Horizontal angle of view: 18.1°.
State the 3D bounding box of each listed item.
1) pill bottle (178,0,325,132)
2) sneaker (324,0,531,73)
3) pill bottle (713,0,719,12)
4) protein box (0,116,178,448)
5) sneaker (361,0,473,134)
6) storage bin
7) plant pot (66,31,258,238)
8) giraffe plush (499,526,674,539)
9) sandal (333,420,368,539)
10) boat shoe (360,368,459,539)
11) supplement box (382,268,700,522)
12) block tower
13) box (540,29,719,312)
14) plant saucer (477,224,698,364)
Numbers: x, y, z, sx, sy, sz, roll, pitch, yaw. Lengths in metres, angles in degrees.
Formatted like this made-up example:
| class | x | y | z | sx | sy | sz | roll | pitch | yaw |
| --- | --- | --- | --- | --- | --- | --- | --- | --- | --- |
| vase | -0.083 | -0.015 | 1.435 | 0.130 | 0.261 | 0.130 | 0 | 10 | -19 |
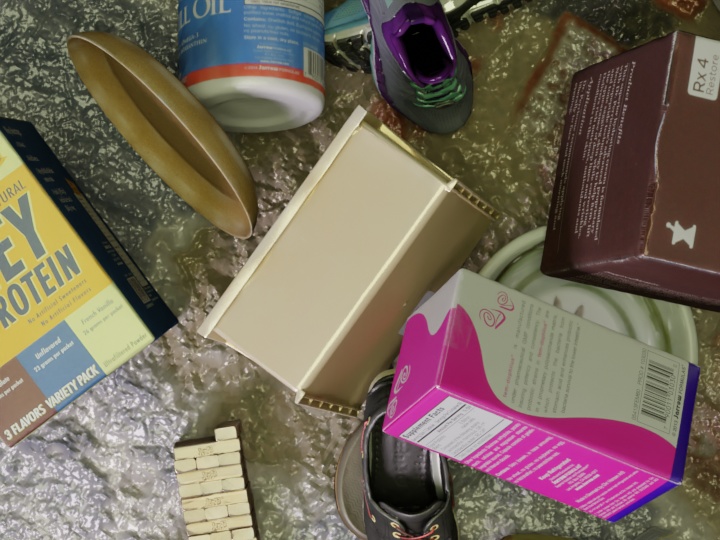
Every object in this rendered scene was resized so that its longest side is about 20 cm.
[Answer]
| class | x | y | z | sx | sy | sz | roll | pitch | yaw |
| --- | --- | --- | --- | --- | --- | --- | --- | --- | --- |
| pill bottle | -0.083 | -0.214 | 1.714 | 0.112 | 0.112 | 0.200 | -2 | 75 | 1 |
| sneaker | 0.047 | -0.222 | 1.754 | 0.200 | 0.078 | 0.090 | -25 | 67 | 6 |
| pill bottle | 0.369 | -0.244 | 1.716 | 0.200 | 0.120 | 0.120 | -38 | 92 | 2 |
| protein box | -0.255 | 0.004 | 1.694 | 0.135 | 0.199 | 0.200 | -37 | 92 | 2 |
| sneaker | 0.045 | -0.148 | 1.687 | 0.074 | 0.200 | 0.088 | -22 | 52 | 4 |
| storage bin | 0.000 | 0.000 | 1.697 | 0.094 | 0.199 | 0.200 | 36 | 93 | 15 |
| plant pot | -0.142 | -0.107 | 1.693 | 0.027 | 0.200 | 0.200 | -44 | 92 | -13 |
| giraffe plush | 0.171 | 0.300 | 1.748 | 0.200 | 0.172 | 0.162 | -10 | 106 | -33 |
| sandal | 0.053 | 0.126 | 1.770 | 0.082 | 0.055 | 0.200 | 44 | 92 | -2 |
| boat shoe | 0.035 | 0.177 | 1.727 | 0.074 | 0.063 | 0.202 | -4 | 114 | 4 |
| supplement box | 0.131 | 0.093 | 1.652 | 0.200 | 0.103 | 0.101 | 23 | 59 | -15 |
| block tower | -0.105 | 0.221 | 1.777 | 0.058 | 0.054 | 0.200 | -8 | 92 | 0 |
| box | 0.251 | -0.065 | 1.660 | 0.164 | 0.200 | 0.166 | 13 | 84 | -15 |
| plant saucer | 0.162 | 0.063 | 1.754 | 0.200 | 0.050 | 0.200 | 1 | 87 | -16 |
